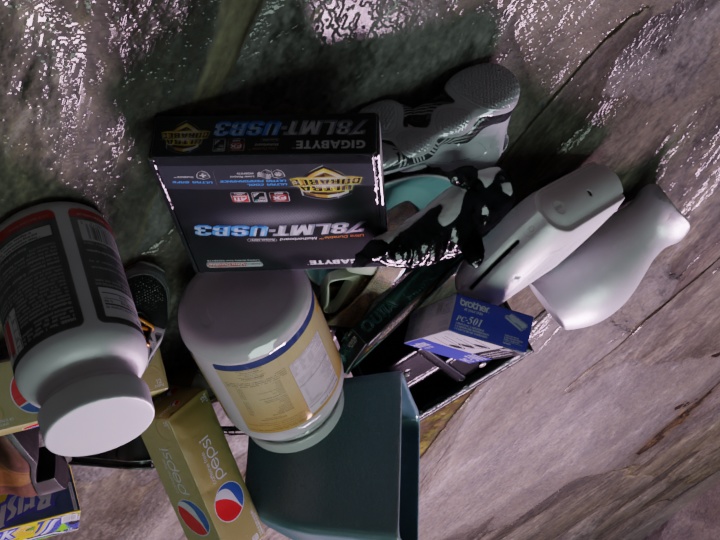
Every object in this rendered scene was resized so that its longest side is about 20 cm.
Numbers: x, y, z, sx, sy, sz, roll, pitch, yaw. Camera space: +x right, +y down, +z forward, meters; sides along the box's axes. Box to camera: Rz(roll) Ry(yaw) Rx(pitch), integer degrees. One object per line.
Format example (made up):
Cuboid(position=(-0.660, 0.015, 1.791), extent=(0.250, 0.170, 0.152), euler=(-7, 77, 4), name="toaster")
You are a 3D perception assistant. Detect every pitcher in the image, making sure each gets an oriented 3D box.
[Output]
Cuboid(position=(0.322, -0.012, 1.357), extent=(0.199, 0.122, 0.172), euler=(-38, 166, 1), name="pitcher")

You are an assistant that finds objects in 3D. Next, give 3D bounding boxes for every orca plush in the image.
Cuboid(position=(0.089, -0.036, 0.970), extent=(0.199, 0.071, 0.106), euler=(-20, 146, -46), name="orca plush")

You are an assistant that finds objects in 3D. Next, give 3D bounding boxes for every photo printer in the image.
Cuboid(position=(0.202, -0.037, 1.186), extent=(0.199, 0.070, 0.167), euler=(-28, 164, -49), name="photo printer")

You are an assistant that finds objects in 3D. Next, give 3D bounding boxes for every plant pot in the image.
Cuboid(position=(-0.035, 0.248, 1.264), extent=(0.197, 0.199, 0.197), euler=(-3, 157, 10), name="plant pot")

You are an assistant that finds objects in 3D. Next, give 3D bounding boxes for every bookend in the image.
Cuboid(position=(0.102, 0.096, 1.366), extent=(0.199, 0.093, 0.199), euler=(-32, 150, 11), name="bookend")

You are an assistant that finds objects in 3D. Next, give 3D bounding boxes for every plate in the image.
Cuboid(position=(0.025, -0.046, 1.144), extent=(0.198, 0.026, 0.201), euler=(-20, 151, -12), name="plate")

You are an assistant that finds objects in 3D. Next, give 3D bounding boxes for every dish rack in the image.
Cuboid(position=(-0.238, 0.211, 1.265), extent=(0.152, 0.055, 0.198), euler=(-6, 171, 44), name="dish rack")

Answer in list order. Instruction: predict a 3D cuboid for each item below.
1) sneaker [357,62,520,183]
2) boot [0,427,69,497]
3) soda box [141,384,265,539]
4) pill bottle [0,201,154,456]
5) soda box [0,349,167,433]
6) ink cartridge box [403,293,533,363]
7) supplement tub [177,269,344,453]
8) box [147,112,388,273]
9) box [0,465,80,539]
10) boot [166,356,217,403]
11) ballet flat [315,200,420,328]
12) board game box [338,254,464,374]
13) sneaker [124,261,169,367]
Cuboid(position=(0.065, -0.117, 1.006), extent=(0.198, 0.076, 0.115), euler=(-25, 149, -7), name="sneaker")
Cuboid(position=(-0.457, 0.212, 1.174), extent=(0.197, 0.069, 0.189), euler=(-10, 147, 0), name="boot")
Cuboid(position=(-0.181, 0.232, 1.167), extent=(0.067, 0.202, 0.064), euler=(-2, -154, 40), name="soda box")
Cuboid(position=(-0.252, 0.050, 0.901), extent=(0.114, 0.202, 0.116), euler=(-18, 151, -11), name="pill bottle")
Cuboid(position=(-0.307, 0.119, 1.077), extent=(0.197, 0.069, 0.064), euler=(-12, 171, -23), name="soda box")
Cuboid(position=(0.121, 0.070, 1.191), extent=(0.093, 0.045, 0.200), euler=(17, 169, -9), name="ink cartridge box")
Cuboid(position=(-0.099, 0.090, 1.105), extent=(0.143, 0.145, 0.201), euler=(-23, 136, -3), name="supplement tub")
Cuboid(position=(-0.074, -0.065, 0.942), extent=(0.197, 0.050, 0.199), euler=(-1, 150, 3), name="box")
Cuboid(position=(-0.459, 0.310, 1.299), extent=(0.197, 0.071, 0.065), euler=(-10, 149, -26), name="box")
Cuboid(position=(-0.194, 0.113, 1.215), extent=(0.197, 0.075, 0.098), euler=(-8, 125, -18), name="boot")
Cuboid(position=(0.000, 0.000, 1.109), extent=(0.066, 0.069, 0.201), euler=(1, 141, -28), name="ballet flat")
Cuboid(position=(0.054, 0.030, 1.176), extent=(0.200, 0.028, 0.135), euler=(-42, 172, -22), name="board game box")
Cuboid(position=(-0.239, 0.088, 1.014), extent=(0.078, 0.202, 0.077), euler=(24, 172, -20), name="sneaker")
